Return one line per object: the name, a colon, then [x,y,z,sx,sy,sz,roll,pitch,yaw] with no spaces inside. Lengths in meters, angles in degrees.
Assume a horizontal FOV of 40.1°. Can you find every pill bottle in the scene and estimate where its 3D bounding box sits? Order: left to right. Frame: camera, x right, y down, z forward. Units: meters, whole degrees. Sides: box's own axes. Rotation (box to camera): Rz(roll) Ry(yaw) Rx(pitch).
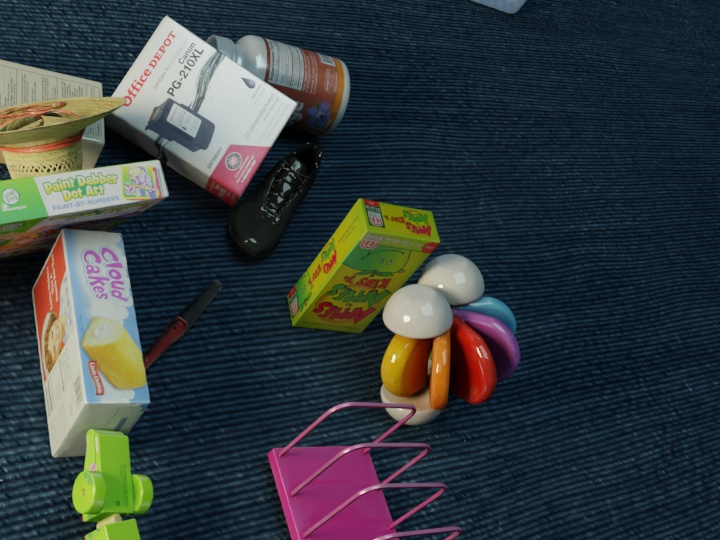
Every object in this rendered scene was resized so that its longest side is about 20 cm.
pill bottle: [-0.123,-0.263,1.384,0.198,0.112,0.113,9,51,-28]

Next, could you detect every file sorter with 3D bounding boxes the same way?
file sorter: [0.016,0.253,1.034,0.138,0.125,0.202,8,50,-41]

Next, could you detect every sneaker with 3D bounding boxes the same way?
sneaker: [-0.107,-0.099,1.277,0.076,0.091,0.201,33,45,-10]

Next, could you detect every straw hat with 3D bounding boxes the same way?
straw hat: [-0.332,-0.123,1.035,0.198,0.086,0.201,-6,19,2]

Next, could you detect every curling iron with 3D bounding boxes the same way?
curling iron: [-0.213,0.059,1.114,0.200,0.025,0.050,-42,110,-50]

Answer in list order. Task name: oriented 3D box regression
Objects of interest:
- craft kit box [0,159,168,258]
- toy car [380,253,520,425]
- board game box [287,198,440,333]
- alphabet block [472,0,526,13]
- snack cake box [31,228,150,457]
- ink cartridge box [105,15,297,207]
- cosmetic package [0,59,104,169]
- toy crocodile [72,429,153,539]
craft kit box: [-0.329,-0.055,1.011,0.199,0.197,0.049,-15,84,-40]
toy car: [0.116,0.092,1.192,0.149,0.177,0.200,17,35,28]
board game box: [0.000,0.000,1.189,0.101,0.200,0.048,7,51,-29]
alphabet block: [0.253,-0.652,1.904,0.194,0.196,0.202,11,49,-30]
snack cake box: [-0.277,0.073,1.001,0.067,0.115,0.202,4,54,-33]
ink cartridge box: [-0.204,-0.199,1.251,0.199,0.084,0.146,33,78,-8]
cosmetic package: [-0.405,-0.182,1.151,0.198,0.071,0.106,10,51,-28]
toy crocodile: [-0.229,0.246,0.911,0.067,0.061,0.202,10,59,-48]
